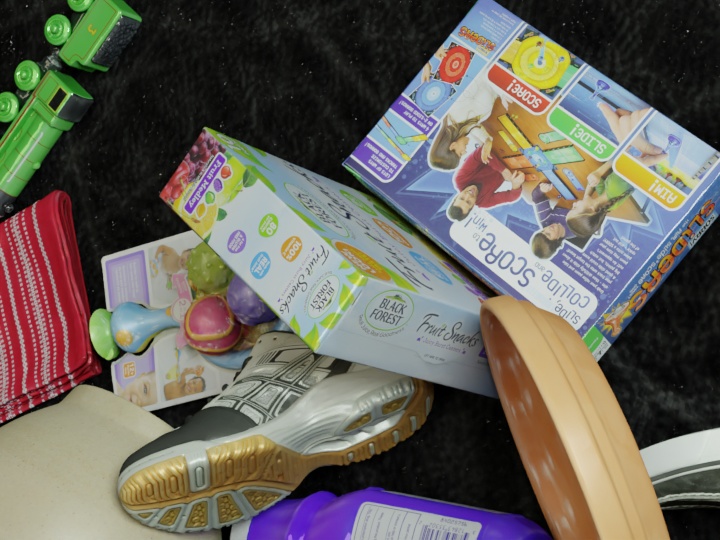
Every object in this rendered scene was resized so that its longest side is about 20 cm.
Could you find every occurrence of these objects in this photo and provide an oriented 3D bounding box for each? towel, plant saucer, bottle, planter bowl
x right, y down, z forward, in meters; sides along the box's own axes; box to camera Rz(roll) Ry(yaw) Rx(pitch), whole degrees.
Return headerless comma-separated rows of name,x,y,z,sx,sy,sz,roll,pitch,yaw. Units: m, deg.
towel,-0.275,0.042,1.207,0.199,0.022,0.146,-26,66,28
plant saucer,0.114,0.103,0.843,0.037,0.200,0.201,-21,66,-2
bottle,0.014,0.170,0.959,0.199,0.065,0.084,5,84,35
planter bowl,-0.164,0.158,1.023,0.199,0.201,0.135,18,64,35

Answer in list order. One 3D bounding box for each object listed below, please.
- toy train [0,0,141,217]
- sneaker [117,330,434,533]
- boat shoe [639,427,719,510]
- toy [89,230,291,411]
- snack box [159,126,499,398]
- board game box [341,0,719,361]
toy train,-0.230,-0.122,1.200,0.056,0.042,0.200,42,105,21
sneaker,-0.058,0.085,0.977,0.088,0.199,0.076,56,153,33
boat shoe,0.223,0.109,0.827,0.199,0.071,0.064,-12,73,30
toy,-0.098,0.021,1.076,0.199,0.047,0.116,-17,74,31
snack box,0.000,0.000,0.921,0.142,0.200,0.053,41,103,33
board game box,0.100,-0.056,0.946,0.136,0.034,0.200,-49,56,1
